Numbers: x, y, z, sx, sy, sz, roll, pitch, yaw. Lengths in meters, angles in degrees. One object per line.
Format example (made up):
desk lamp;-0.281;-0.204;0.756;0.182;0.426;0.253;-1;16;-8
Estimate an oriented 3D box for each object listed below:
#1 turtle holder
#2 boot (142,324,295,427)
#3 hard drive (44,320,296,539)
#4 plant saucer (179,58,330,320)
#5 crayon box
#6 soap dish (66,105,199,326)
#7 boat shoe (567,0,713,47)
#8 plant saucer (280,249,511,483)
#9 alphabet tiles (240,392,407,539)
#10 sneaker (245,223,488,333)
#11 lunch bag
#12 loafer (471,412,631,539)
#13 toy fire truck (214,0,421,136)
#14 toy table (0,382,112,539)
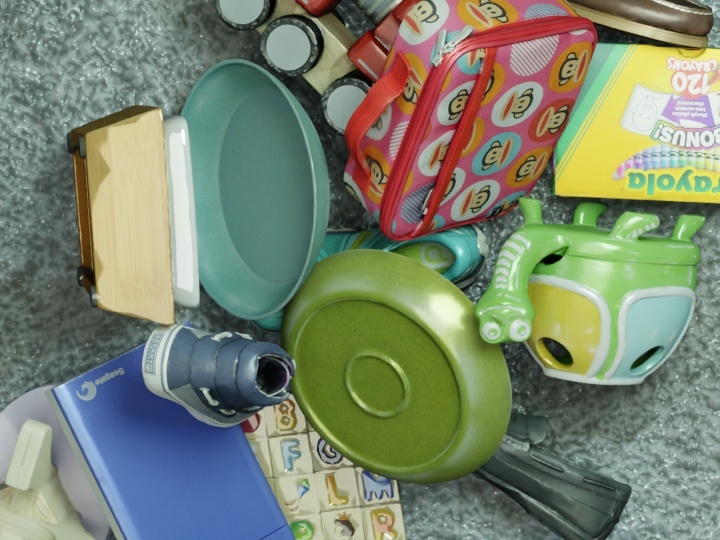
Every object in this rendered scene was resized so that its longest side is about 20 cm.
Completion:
turtle holder;0.175;0.018;1.578;0.141;0.185;0.132;8;95;18
boot;-0.085;0.085;1.603;0.090;0.200;0.073;8;86;20
hard drive;-0.147;0.156;1.668;0.132;0.025;0.200;-27;93;-32
plant saucer;-0.079;-0.063;1.627;0.036;0.200;0.200;-8;97;-36
crayon box;0.248;-0.112;1.619;0.200;0.058;0.119;3;96;7
soap dish;-0.174;-0.045;1.605;0.081;0.200;0.158;-5;96;-11
boat shoe;0.173;-0.220;1.595;0.200;0.070;0.070;19;101;18
plant saucer;0.018;0.081;1.607;0.200;0.031;0.200;15;122;26
alphabet tiles;-0.049;0.197;1.713;0.166;0.006;0.200;-8;95;8
sneaker;0.000;0.000;1.649;0.200;0.080;0.078;-16;94;13
lunch bag;0.069;-0.118;1.554;0.082;0.176;0.200;52;140;32
loafer;0.120;0.139;1.659;0.200;0.068;0.070;35;90;-2
toy fire truck;0.017;-0.227;1.617;0.176;0.129;0.200;45;109;1
toy table;-0.270;0.195;1.686;0.184;0.117;0.200;7;98;6
